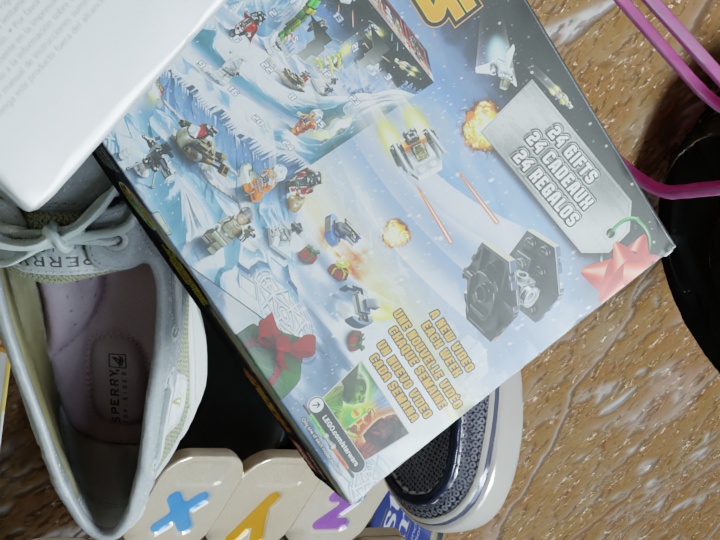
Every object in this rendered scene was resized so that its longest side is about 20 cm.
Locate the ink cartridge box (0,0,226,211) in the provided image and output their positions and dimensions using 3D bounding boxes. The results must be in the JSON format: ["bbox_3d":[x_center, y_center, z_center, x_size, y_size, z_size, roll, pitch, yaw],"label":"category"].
[{"bbox_3d":[-0.089,-0.146,0.813,0.200,0.044,0.174,-48,113,-6],"label":"ink cartridge box"}]

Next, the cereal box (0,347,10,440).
[{"bbox_3d":[-0.169,0.141,1.071,0.039,0.201,0.144,15,130,-14],"label":"cereal box"}]

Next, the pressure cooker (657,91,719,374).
[{"bbox_3d":[0.264,-0.031,1.414,0.200,0.176,0.179,-30,107,-31],"label":"pressure cooker"}]

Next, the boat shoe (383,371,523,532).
[{"bbox_3d":[0.000,0.000,1.107,0.074,0.201,0.093,-20,164,37],"label":"boat shoe"}]

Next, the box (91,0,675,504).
[{"bbox_3d":[-0.007,-0.047,0.911,0.137,0.040,0.200,-37,111,-10],"label":"box"}]

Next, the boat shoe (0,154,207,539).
[{"bbox_3d":[-0.090,0.005,0.970,0.203,0.074,0.065,87,10,-48],"label":"boat shoe"}]

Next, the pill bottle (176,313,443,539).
[{"bbox_3d":[-0.041,0.087,1.244,0.112,0.112,0.200,-42,155,-1],"label":"pill bottle"}]

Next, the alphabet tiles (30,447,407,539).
[{"bbox_3d":[-0.073,0.141,1.161,0.199,0.015,0.196,3,128,-42],"label":"alphabet tiles"}]

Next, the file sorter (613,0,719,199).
[{"bbox_3d":[0.151,-0.135,1.054,0.200,0.125,0.139,-48,-166,-15],"label":"file sorter"}]
